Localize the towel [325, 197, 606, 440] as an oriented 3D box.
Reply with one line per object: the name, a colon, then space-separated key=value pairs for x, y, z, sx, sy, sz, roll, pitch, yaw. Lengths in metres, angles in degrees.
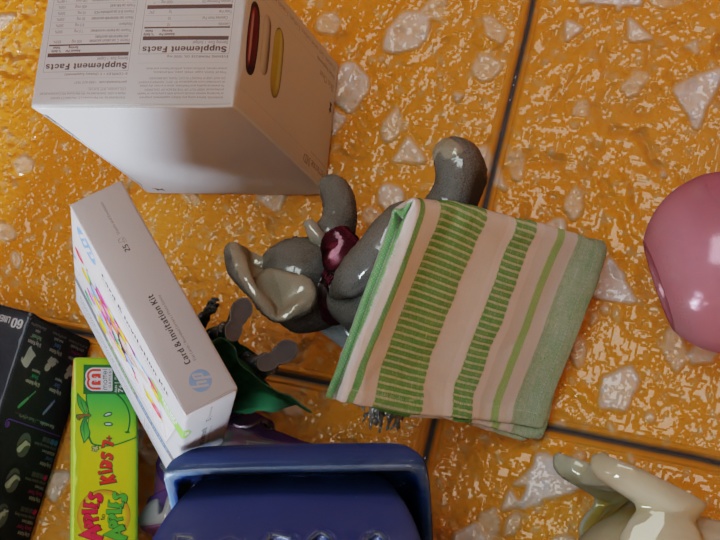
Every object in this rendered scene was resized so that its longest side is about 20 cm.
towel: x=0.077 y=0.034 z=1.200 sx=0.023 sy=0.200 sz=0.153 roll=26 pitch=100 yaw=48

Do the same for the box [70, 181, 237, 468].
box: x=-0.140 y=0.047 z=1.187 sx=0.041 sy=0.200 sz=0.156 roll=-27 pitch=78 yaw=-17

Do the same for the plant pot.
plant pot: x=-0.040 y=0.223 z=1.169 sx=0.200 sy=0.200 sz=0.180 roll=-1 pitch=51 yaw=4

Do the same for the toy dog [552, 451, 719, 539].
toy dog: x=0.167 y=0.240 z=1.171 sx=0.194 sy=0.140 sz=0.200 roll=27 pitch=82 yaw=-14

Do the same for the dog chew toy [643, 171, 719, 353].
dog chew toy: x=0.296 y=-0.021 z=1.198 sx=0.200 sy=0.125 sz=0.125 roll=-19 pitch=70 yaw=4

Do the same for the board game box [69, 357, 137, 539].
board game box: x=-0.189 y=0.172 z=1.302 sx=0.048 sy=0.102 sz=0.200 roll=1 pitch=74 yaw=-10

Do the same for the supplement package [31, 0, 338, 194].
supplement package: x=-0.122 y=-0.137 z=1.316 sx=0.156 sy=0.200 sz=0.111 roll=2 pitch=76 yaw=18

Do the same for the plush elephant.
plush elephant: x=0.000 y=0.000 z=1.258 sx=0.155 sy=0.165 sz=0.200 roll=23 pitch=81 yaw=25

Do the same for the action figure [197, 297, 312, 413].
action figure: x=-0.099 y=0.063 z=1.270 sx=0.118 sy=0.200 sz=0.055 roll=45 pitch=71 yaw=-6

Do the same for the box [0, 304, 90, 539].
box: x=-0.306 y=0.124 z=1.356 sx=0.122 sy=0.106 sz=0.200 roll=12 pitch=80 yaw=21

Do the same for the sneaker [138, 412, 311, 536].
sneaker: x=-0.068 y=0.141 z=1.293 sx=0.200 sy=0.080 sz=0.089 roll=-9 pitch=65 yaw=17
